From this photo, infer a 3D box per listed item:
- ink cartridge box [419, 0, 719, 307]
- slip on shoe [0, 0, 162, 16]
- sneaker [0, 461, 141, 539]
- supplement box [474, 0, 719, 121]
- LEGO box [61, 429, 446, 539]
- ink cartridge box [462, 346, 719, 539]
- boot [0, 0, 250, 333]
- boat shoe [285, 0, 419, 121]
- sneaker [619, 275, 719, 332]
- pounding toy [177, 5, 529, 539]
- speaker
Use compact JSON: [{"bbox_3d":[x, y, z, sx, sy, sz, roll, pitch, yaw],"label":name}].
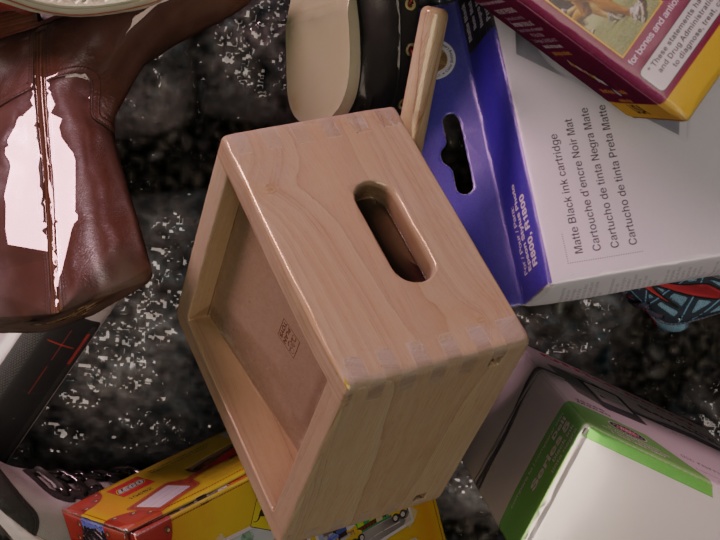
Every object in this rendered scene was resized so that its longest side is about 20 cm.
[{"bbox_3d":[0.127,-0.084,0.857,0.200,0.041,0.200,-10,71,-2],"label":"ink cartridge box"},{"bbox_3d":[-0.191,-0.169,0.824,0.200,0.061,0.074,0,87,6],"label":"slip on shoe"},{"bbox_3d":[-0.158,0.141,0.894,0.200,0.074,0.079,37,84,-45],"label":"sneaker"},{"bbox_3d":[0.110,-0.183,0.771,0.200,0.103,0.131,36,92,-9],"label":"supplement box"},{"bbox_3d":[-0.050,0.168,0.880,0.200,0.077,0.149,-23,106,-35],"label":"LEGO box"},{"bbox_3d":[0.148,0.123,0.873,0.145,0.200,0.084,25,97,-10],"label":"ink cartridge box"},{"bbox_3d":[-0.126,-0.067,0.820,0.186,0.064,0.200,-19,58,10],"label":"boot"},{"bbox_3d":[0.000,-0.180,0.867,0.063,0.074,0.202,1,93,-42],"label":"boat shoe"},{"bbox_3d":[0.171,-0.001,0.907,0.200,0.079,0.096,6,125,8],"label":"sneaker"},{"bbox_3d":[0.000,0.000,0.805,0.142,0.200,0.184,-12,148,-26],"label":"pounding toy"},{"bbox_3d":[-0.215,0.055,0.891,0.081,0.081,0.200,35,97,-11],"label":"speaker"}]
